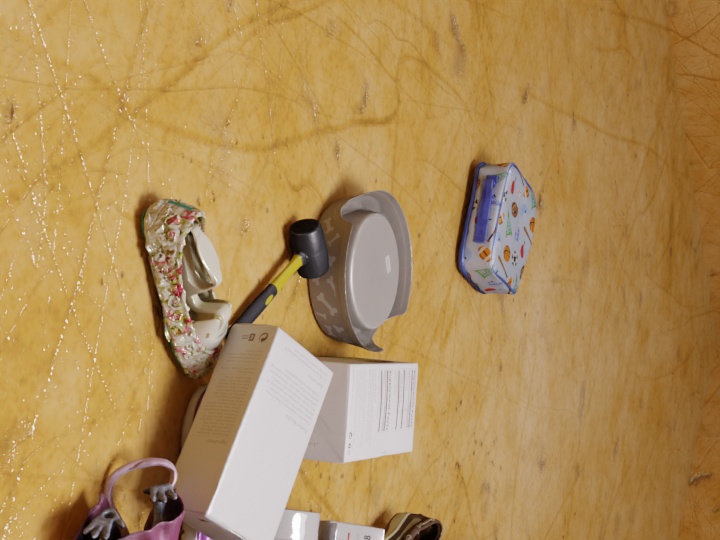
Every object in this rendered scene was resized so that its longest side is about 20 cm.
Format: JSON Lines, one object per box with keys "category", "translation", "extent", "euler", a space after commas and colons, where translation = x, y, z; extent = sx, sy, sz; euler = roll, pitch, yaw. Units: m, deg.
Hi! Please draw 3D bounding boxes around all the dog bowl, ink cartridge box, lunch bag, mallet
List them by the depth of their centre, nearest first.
{"category": "mallet", "translation": [-0.092, 0.025, 1.448], "extent": [0.200, 0.041, 0.066], "euler": [-57, 143, -40]}
{"category": "ink cartridge box", "translation": [-0.024, 0.341, 1.451], "extent": [0.200, 0.066, 0.116], "euler": [142, -42, -74]}
{"category": "dog bowl", "translation": [0.000, 0.000, 1.607], "extent": [0.200, 0.058, 0.201], "euler": [3, 90, -65]}
{"category": "lunch bag", "translation": [0.213, -0.070, 2.038], "extent": [0.160, 0.075, 0.201], "euler": [38, 58, -57]}

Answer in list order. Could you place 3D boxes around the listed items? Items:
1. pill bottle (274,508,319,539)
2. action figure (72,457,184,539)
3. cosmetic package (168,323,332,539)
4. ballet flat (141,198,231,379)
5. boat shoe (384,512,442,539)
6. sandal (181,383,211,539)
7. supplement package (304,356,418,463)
{"category": "pill bottle", "translation": [-0.100, 0.350, 1.362], "extent": [0.110, 0.109, 0.201], "euler": [27, 68, -63]}
{"category": "action figure", "translation": [-0.213, 0.293, 1.170], "extent": [0.149, 0.133, 0.201], "euler": [-120, -154, -61]}
{"category": "cosmetic package", "translation": [-0.109, 0.163, 1.275], "extent": [0.102, 0.074, 0.201], "euler": [43, 59, -40]}
{"category": "ballet flat", "translation": [-0.161, 0.023, 1.261], "extent": [0.076, 0.064, 0.201], "euler": [-55, 140, -50]}
{"category": "boat shoe", "translation": [0.052, 0.376, 1.667], "extent": [0.202, 0.075, 0.075], "euler": [-52, 133, -54]}
{"category": "sandal", "translation": [-0.144, 0.218, 1.328], "extent": [0.082, 0.050, 0.204], "euler": [-1, 92, -65]}
{"category": "supplement package", "translation": [-0.022, 0.157, 1.508], "extent": [0.200, 0.113, 0.110], "euler": [8, 85, -66]}
